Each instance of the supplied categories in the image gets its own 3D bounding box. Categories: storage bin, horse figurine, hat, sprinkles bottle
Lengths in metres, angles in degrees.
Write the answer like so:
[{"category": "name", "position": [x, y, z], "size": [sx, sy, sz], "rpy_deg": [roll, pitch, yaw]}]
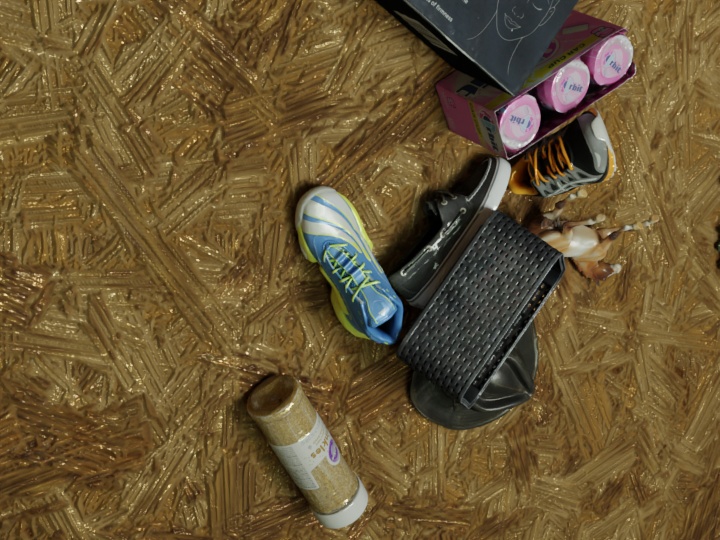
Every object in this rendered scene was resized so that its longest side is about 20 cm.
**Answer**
[{"category": "storage bin", "position": [0.138, 0.045, 1.647], "size": [0.200, 0.094, 0.135], "rpy_deg": [-54, 167, -2]}, {"category": "horse figurine", "position": [0.264, -0.042, 1.753], "size": [0.199, 0.132, 0.050], "rpy_deg": [12, 60, -37]}, {"category": "hat", "position": [0.160, 0.124, 1.761], "size": [0.200, 0.081, 0.202], "rpy_deg": [-14, 117, -29]}, {"category": "sprinkles bottle", "position": [-0.059, 0.209, 1.661], "size": [0.068, 0.068, 0.201], "rpy_deg": [-39, 126, -13]}]

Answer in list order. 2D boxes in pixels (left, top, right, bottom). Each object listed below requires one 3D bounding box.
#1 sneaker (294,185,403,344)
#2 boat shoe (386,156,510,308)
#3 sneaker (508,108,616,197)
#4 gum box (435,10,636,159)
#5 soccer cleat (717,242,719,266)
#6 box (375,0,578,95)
[{"category": "sneaker", "position": [0.000, 0.000, 1.584], "size": [0.076, 0.105, 0.201], "rpy_deg": [-37, 127, -15]}, {"category": "boat shoe", "position": [0.096, -0.055, 1.654], "size": [0.066, 0.070, 0.201], "rpy_deg": [35, 85, -17]}, {"category": "sneaker", "position": [0.227, -0.123, 1.643], "size": [0.077, 0.200, 0.079], "rpy_deg": [-14, 79, -15]}, {"category": "gum box", "position": [0.199, -0.214, 1.616], "size": [0.199, 0.113, 0.066], "rpy_deg": [-34, 125, -17]}, {"category": "soccer cleat", "position": [0.524, -0.073, 1.928], "size": [0.083, 0.065, 0.201], "rpy_deg": [-17, 119, -30]}, {"category": "box", "position": [0.125, -0.325, 1.511], "size": [0.200, 0.124, 0.197], "rpy_deg": [34, 91, -38]}]
